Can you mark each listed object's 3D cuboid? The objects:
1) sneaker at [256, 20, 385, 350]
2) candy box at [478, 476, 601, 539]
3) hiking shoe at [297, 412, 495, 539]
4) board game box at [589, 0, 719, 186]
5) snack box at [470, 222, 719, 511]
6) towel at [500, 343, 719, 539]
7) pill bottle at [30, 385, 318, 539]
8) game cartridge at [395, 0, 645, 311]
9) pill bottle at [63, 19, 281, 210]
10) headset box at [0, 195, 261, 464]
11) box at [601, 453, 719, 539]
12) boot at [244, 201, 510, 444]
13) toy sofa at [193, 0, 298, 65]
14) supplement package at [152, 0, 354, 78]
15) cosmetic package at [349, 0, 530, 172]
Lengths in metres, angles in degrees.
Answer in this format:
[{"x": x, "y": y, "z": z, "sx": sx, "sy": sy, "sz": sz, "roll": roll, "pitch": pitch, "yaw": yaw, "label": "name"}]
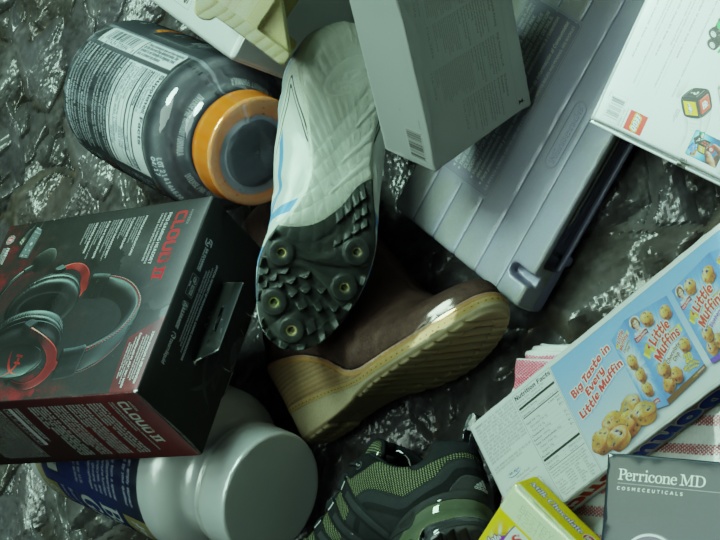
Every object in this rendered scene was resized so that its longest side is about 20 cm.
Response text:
[{"x": -0.022, "y": -0.049, "z": 1.085, "sx": 0.072, "sy": 0.071, "sz": 0.201, "roll": 134, "pitch": 145, "yaw": -83, "label": "sneaker"}, {"x": 0.079, "y": 0.221, "z": 0.990, "sx": 0.102, "sy": 0.026, "sz": 0.201, "roll": 44, "pitch": 121, "yaw": 27, "label": "candy box"}, {"x": 0.011, "y": 0.158, "z": 1.086, "sx": 0.200, "sy": 0.076, "sz": 0.101, "roll": -28, "pitch": 42, "yaw": 38, "label": "hiking shoe"}, {"x": 0.220, "y": -0.143, "z": 0.951, "sx": 0.126, "sy": 0.035, "sz": 0.201, "roll": 30, "pitch": 101, "yaw": 26, "label": "board game box"}, {"x": 0.145, "y": 0.060, "z": 0.960, "sx": 0.200, "sy": 0.024, "sz": 0.072, "roll": -43, "pitch": 58, "yaw": 30, "label": "snack box"}, {"x": 0.142, "y": 0.143, "z": 0.988, "sx": 0.146, "sy": 0.030, "sz": 0.201, "roll": 1, "pitch": 84, "yaw": 44, "label": "towel"}, {"x": -0.124, "y": 0.121, "z": 1.179, "sx": 0.199, "sy": 0.111, "sz": 0.112, "roll": 15, "pitch": 91, "yaw": 44, "label": "pill bottle"}, {"x": 0.109, "y": -0.093, "z": 1.066, "sx": 0.130, "sy": 0.038, "sz": 0.201, "roll": 43, "pitch": 110, "yaw": 44, "label": "game cartridge"}, {"x": -0.116, "y": -0.101, "z": 1.205, "sx": 0.200, "sy": 0.106, "sz": 0.107, "roll": 28, "pitch": 100, "yaw": 53, "label": "pill bottle"}, {"x": -0.156, "y": 0.039, "z": 1.133, "sx": 0.199, "sy": 0.075, "sz": 0.149, "roll": -6, "pitch": 51, "yaw": 34, "label": "headset box"}, {"x": 0.215, "y": 0.165, "z": 0.844, "sx": 0.199, "sy": 0.079, "sz": 0.142, "roll": 2, "pitch": 79, "yaw": 26, "label": "box"}, {"x": 0.000, "y": 0.000, "z": 1.109, "sx": 0.200, "sy": 0.072, "sz": 0.167, "roll": -34, "pitch": 63, "yaw": 42, "label": "boot"}, {"x": -0.027, "y": -0.227, "z": 1.041, "sx": 0.200, "sy": 0.097, "sz": 0.083, "roll": -54, "pitch": 7, "yaw": 11, "label": "toy sofa"}, {"x": -0.073, "y": -0.217, "z": 1.201, "sx": 0.200, "sy": 0.121, "sz": 0.120, "roll": 39, "pitch": 106, "yaw": 40, "label": "supplement package"}, {"x": 0.036, "y": -0.163, "z": 0.994, "sx": 0.051, "sy": 0.082, "sz": 0.201, "roll": 29, "pitch": 143, "yaw": 45, "label": "cosmetic package"}]
